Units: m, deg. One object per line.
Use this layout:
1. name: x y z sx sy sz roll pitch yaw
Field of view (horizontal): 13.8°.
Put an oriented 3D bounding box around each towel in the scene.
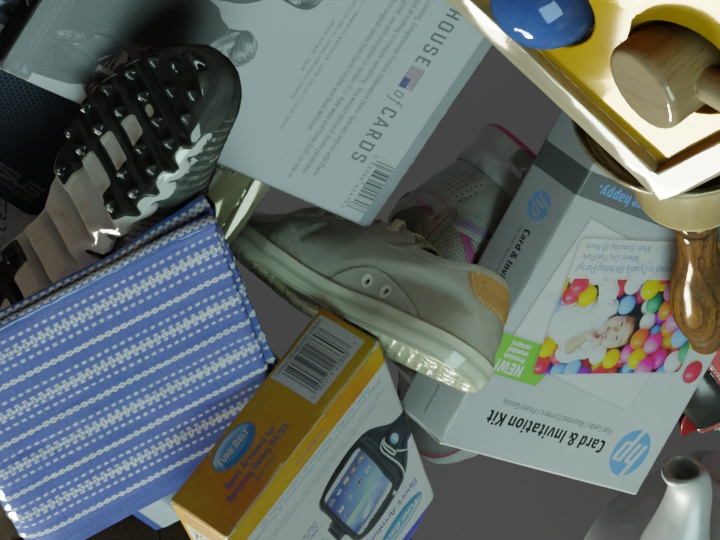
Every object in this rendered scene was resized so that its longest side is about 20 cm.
1. towel: -0.110 0.052 1.345 0.144 0.024 0.200 -28 149 -7

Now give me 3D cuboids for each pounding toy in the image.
1. pounding toy: 0.144 -0.108 1.208 0.200 0.142 0.184 42 152 -11

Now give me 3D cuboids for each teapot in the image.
1. teapot: 0.222 0.163 1.648 0.197 0.200 0.146 24 100 -8

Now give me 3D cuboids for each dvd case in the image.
1. dvd case: -0.041 -0.114 1.321 0.200 0.025 0.150 23 116 -28

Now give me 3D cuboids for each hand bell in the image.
1. hand bell: 0.160 -0.022 1.402 0.104 0.104 0.200 -13 145 2

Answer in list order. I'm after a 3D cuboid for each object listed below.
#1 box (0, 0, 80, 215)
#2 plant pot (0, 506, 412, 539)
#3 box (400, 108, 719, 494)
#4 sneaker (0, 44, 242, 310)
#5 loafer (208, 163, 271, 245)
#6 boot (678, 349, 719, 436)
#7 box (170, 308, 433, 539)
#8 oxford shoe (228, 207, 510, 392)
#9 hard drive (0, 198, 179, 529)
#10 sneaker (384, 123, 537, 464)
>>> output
1. box: -0.169 -0.127 1.337 0.158 0.051 0.200 -38 131 23
2. plant pot: -0.085 0.176 1.581 0.198 0.201 0.201 -2 136 -22
3. box: 0.125 0.005 1.465 0.156 0.041 0.200 18 107 -44
4. sneaker: -0.096 -0.026 1.328 0.090 0.067 0.200 0 138 -42
5. loafer: -0.071 -0.068 1.408 0.068 0.076 0.200 32 113 -34
6. boot: 0.253 0.062 1.612 0.200 0.073 0.144 33 122 -27
7. box: -0.023 0.115 1.443 0.119 0.041 0.200 -52 157 -18
8. oxford shoe: 0.000 0.000 1.415 0.075 0.200 0.058 39 79 -45
9. hard drive: -0.156 0.025 1.437 0.025 0.132 0.200 -27 135 25
10. sneaker: 0.036 0.021 1.496 0.088 0.081 0.201 -23 136 -31
